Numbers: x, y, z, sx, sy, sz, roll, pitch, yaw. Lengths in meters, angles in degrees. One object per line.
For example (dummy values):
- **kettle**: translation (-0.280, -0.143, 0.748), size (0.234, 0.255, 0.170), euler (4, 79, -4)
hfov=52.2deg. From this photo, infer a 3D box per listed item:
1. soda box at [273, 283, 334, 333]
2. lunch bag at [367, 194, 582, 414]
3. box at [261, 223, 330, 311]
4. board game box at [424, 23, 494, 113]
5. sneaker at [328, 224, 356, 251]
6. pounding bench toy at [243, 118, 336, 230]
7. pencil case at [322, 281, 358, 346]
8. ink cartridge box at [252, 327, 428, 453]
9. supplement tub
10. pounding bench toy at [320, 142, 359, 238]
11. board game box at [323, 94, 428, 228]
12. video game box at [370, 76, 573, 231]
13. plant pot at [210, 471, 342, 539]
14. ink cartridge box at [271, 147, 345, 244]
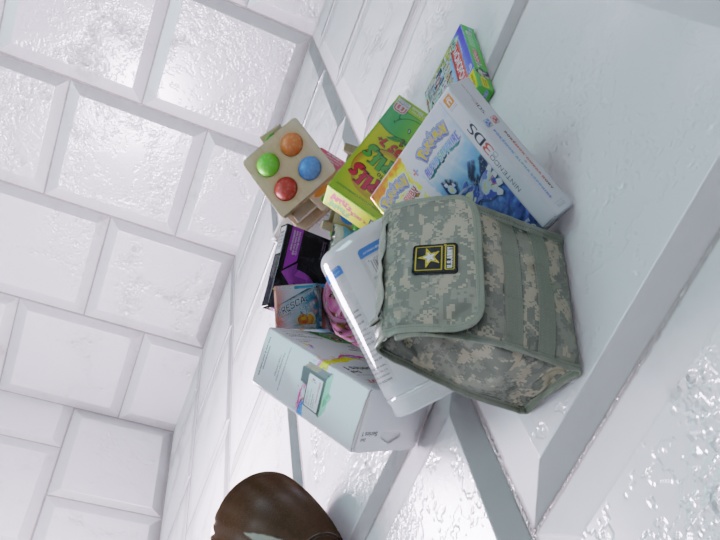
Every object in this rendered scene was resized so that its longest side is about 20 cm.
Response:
- **soda box**: translation (-0.082, 0.062, 1.121), size (0.200, 0.066, 0.066), euler (58, -151, -82)
- **lunch bag**: translation (0.105, 0.024, 0.729), size (0.118, 0.195, 0.167), euler (127, 155, -48)
- **box**: translation (-0.062, 0.022, 1.271), size (0.036, 0.196, 0.147), euler (-12, 62, 59)
- **board game box**: translation (0.151, -0.282, 1.163), size (0.203, 0.028, 0.136), euler (-93, 25, -48)
- **sneaker**: translation (0.000, 0.000, 1.156), size (0.201, 0.087, 0.080), euler (77, -156, -70)
- **pounding bench toy**: translation (-0.134, -0.197, 1.324), size (0.123, 0.201, 0.156), euler (-39, -14, 3)
- **pencil case**: translation (-0.008, 0.067, 1.127), size (0.201, 0.081, 0.088), euler (73, 179, -69)
- **ink cartridge box**: translation (-0.024, 0.155, 0.976), size (0.198, 0.143, 0.086), euler (25, 98, 39)
- **supplement tub**: translation (0.050, 0.048, 0.847), size (0.204, 0.130, 0.132), euler (63, 152, 6)
- **pounding bench toy**: translation (0.010, -0.108, 1.183), size (0.200, 0.121, 0.160), euler (-30, -41, -84)
- **board game box**: translation (0.042, -0.148, 1.048), size (0.202, 0.100, 0.048), euler (-54, -5, -28)
- **video game box**: translation (0.118, -0.082, 0.848), size (0.184, 0.046, 0.201), euler (53, 139, 13)
- **plant pot**: translation (-0.106, 0.421, 1.121), size (0.198, 0.184, 0.192), euler (-5, 68, 56)
- **ink cartridge box**: translation (-0.070, -0.113, 1.451), size (0.203, 0.143, 0.085), euler (-62, 10, -5)
